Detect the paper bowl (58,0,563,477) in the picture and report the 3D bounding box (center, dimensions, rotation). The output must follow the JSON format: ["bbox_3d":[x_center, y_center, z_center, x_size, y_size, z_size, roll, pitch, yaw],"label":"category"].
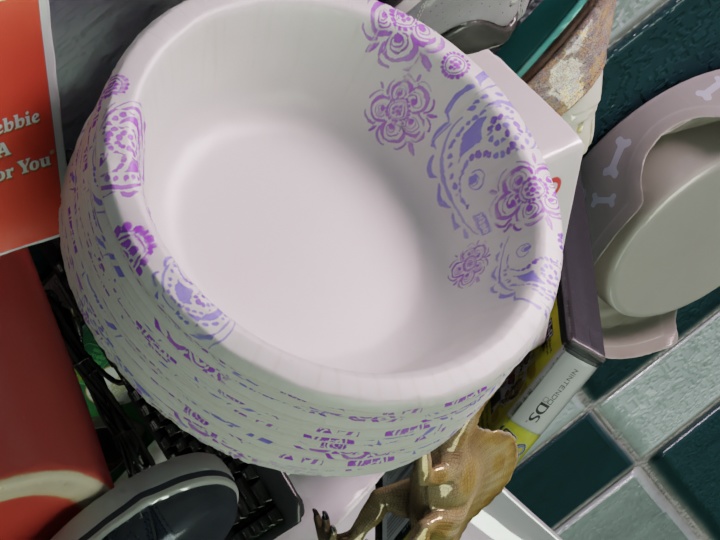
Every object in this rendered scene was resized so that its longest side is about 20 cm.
[{"bbox_3d":[-0.026,-0.010,1.047,0.200,0.202,0.104,-15,157,-33],"label":"paper bowl"}]

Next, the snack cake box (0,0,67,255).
[{"bbox_3d":[-0.218,-0.048,1.005,0.199,0.067,0.116,-19,118,-29],"label":"snack cake box"}]

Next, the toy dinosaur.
[{"bbox_3d":[0.034,0.116,1.245,0.101,0.058,0.201,-20,138,-28],"label":"toy dinosaur"}]

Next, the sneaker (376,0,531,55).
[{"bbox_3d":[0.070,-0.160,1.131,0.199,0.075,0.115,-33,157,13],"label":"sneaker"}]

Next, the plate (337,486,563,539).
[{"bbox_3d":[0.016,0.195,1.513,0.201,0.199,0.032,-55,-159,-22],"label":"plate"}]

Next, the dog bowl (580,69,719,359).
[{"bbox_3d":[0.194,-0.037,1.514,0.199,0.059,0.201,-27,150,-17],"label":"dog bowl"}]

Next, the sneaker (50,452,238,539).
[{"bbox_3d":[-0.120,0.166,1.088,0.200,0.080,0.078,-40,150,3],"label":"sneaker"}]

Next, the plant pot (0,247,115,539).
[{"bbox_3d":[-0.207,0.071,1.119,0.199,0.178,0.201,-27,150,-17],"label":"plant pot"}]

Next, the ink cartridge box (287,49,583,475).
[{"bbox_3d":[0.000,0.000,1.212,0.199,0.083,0.147,-25,144,-27],"label":"ink cartridge box"}]

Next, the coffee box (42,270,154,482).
[{"bbox_3d":[-0.155,0.070,1.309,0.200,0.044,0.123,-47,149,18],"label":"coffee box"}]

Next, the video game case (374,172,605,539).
[{"bbox_3d":[0.066,0.050,1.389,0.025,0.200,0.181,28,118,-16],"label":"video game case"}]

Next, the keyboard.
[{"bbox_3d":[-0.104,0.046,1.179,0.021,0.201,0.127,-28,174,-33],"label":"keyboard"}]

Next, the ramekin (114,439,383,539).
[{"bbox_3d":[-0.075,0.126,1.351,0.201,0.098,0.200,-47,179,-1],"label":"ramekin"}]

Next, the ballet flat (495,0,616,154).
[{"bbox_3d":[0.078,-0.074,1.321,0.067,0.068,0.200,38,117,-17],"label":"ballet flat"}]
